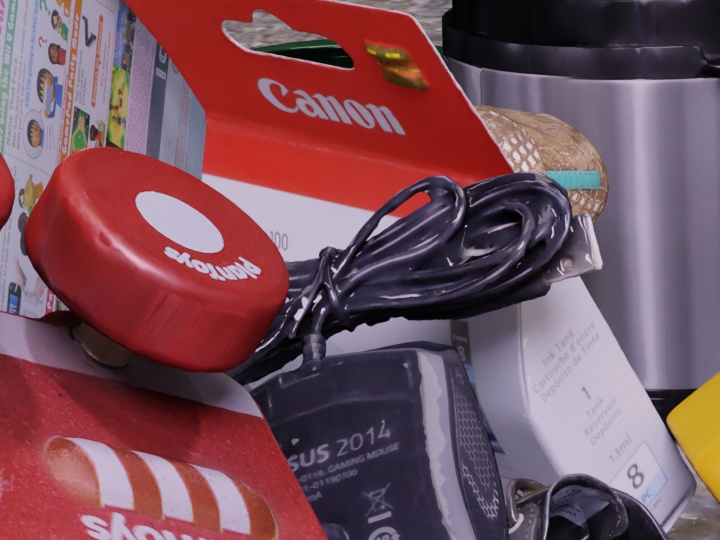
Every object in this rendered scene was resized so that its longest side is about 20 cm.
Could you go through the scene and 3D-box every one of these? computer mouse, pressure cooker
[{"bbox_3d":[0.004,0.071,0.736,0.138,0.053,0.200,-16,47,17],"label":"computer mouse"},{"bbox_3d":[0.118,-0.054,1.015,0.176,0.200,0.179,-3,14,5],"label":"pressure cooker"}]

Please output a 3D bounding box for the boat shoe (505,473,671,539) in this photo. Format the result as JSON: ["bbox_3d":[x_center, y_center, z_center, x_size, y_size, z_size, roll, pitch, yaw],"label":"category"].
[{"bbox_3d":[0.062,0.088,0.752,0.070,0.066,0.200,-13,18,-32],"label":"boat shoe"}]

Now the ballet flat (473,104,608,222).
[{"bbox_3d":[0.022,-0.019,0.952,0.065,0.071,0.200,-2,1,-25],"label":"ballet flat"}]

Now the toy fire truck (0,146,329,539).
[{"bbox_3d":[-0.086,0.049,0.636,0.200,0.112,0.168,17,26,-37],"label":"toy fire truck"}]

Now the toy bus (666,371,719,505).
[{"bbox_3d":[0.195,0.017,0.825,0.200,0.078,0.065,-39,14,7],"label":"toy bus"}]

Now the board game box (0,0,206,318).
[{"bbox_3d":[-0.108,-0.018,0.901,0.064,0.148,0.200,1,-11,18],"label":"board game box"}]

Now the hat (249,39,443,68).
[{"bbox_3d":[-0.013,0.018,1.117,0.200,0.176,0.166,2,-23,-10],"label":"hat"}]

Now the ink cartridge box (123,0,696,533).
[{"bbox_3d":[0.000,0.000,0.863,0.160,0.200,0.047,15,56,49],"label":"ink cartridge box"}]
